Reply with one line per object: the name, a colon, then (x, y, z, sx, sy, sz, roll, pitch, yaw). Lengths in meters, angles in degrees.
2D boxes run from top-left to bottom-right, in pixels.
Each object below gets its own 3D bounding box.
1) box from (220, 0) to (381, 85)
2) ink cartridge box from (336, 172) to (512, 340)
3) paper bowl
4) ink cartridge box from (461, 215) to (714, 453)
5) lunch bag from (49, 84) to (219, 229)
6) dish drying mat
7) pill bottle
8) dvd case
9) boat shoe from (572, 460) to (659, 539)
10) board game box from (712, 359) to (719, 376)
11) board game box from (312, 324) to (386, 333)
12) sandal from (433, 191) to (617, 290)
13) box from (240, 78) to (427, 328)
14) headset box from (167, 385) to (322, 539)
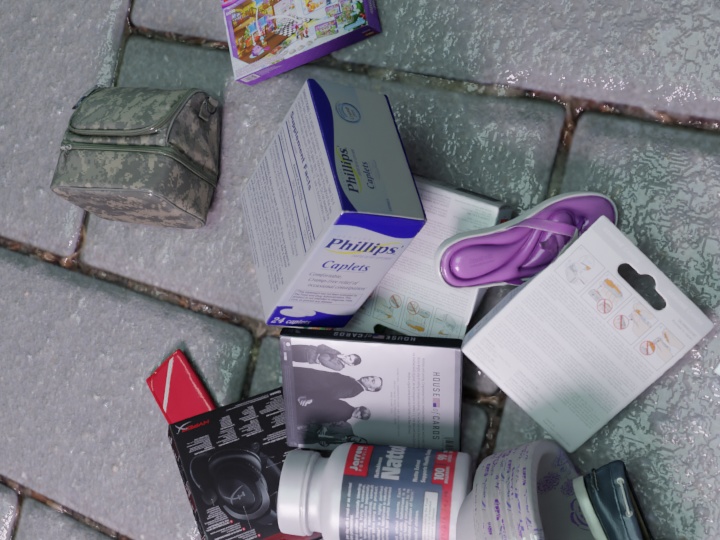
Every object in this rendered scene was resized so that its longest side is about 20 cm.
box: (-0.079, -0.328, 1.255, 0.199, 0.039, 0.138, -15, 80, 27)
ink cartridge box: (0.069, 0.000, 1.128, 0.162, 0.050, 0.201, 21, 108, 27)
paper bowl: (0.166, 0.275, 0.990, 0.104, 0.200, 0.202, -23, 76, 26)
ink cartridge box: (0.227, 0.063, 1.026, 0.160, 0.047, 0.200, 44, 106, -2)
lunch bag: (-0.285, -0.156, 1.310, 0.199, 0.139, 0.169, 5, 73, 28)
dish drying mat: (-0.210, 0.204, 1.307, 0.077, 0.018, 0.200, -41, 69, 20)
pill bottle: (0.017, 0.247, 1.090, 0.199, 0.120, 0.120, 3, 88, 9)
dvd case: (0.013, 0.137, 1.113, 0.199, 0.025, 0.151, 3, 118, 9)
boat shoe: (0.281, 0.284, 0.996, 0.062, 0.075, 0.201, -30, 79, 18)
board game box: (0.465, 0.071, 0.921, 0.196, 0.056, 0.201, 38, 105, 26)
board game box: (0.000, 0.000, 1.197, 0.135, 0.029, 0.200, 45, 107, 22)
sandal: (0.177, -0.020, 1.044, 0.202, 0.050, 0.083, -20, 109, -3)
box: (-0.036, -0.067, 1.094, 0.200, 0.104, 0.185, -53, 42, 43)
headset box: (-0.124, 0.256, 1.181, 0.148, 0.077, 0.201, -18, 76, -17)
